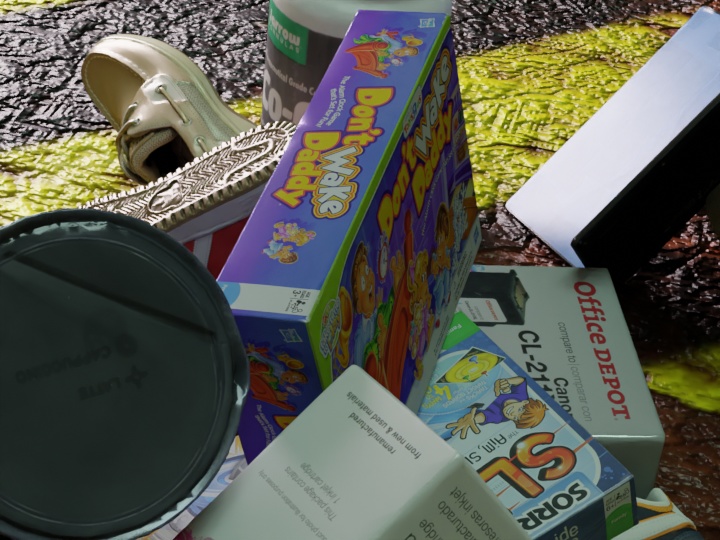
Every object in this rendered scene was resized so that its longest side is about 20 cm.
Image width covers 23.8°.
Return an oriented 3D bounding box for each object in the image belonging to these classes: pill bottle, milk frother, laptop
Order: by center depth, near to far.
[{"bbox_3d":[-0.142,0.097,0.648,0.180,0.201,0.188,-17,-1,-22],"label":"milk frother"},{"bbox_3d":[0.170,-0.092,1.008,0.187,0.200,0.116,-45,70,2],"label":"laptop"},{"bbox_3d":[-0.003,-0.138,1.068,0.113,0.200,0.113,4,35,-3],"label":"pill bottle"}]

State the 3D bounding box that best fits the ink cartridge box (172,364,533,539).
[{"bbox_3d":[-0.020,0.159,0.619,0.200,0.145,0.085,-44,35,-6],"label":"ink cartridge box"}]

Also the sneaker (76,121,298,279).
[{"bbox_3d":[-0.100,0.001,0.992,0.200,0.113,0.071,-23,39,10],"label":"sneaker"}]

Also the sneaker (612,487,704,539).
[{"bbox_3d":[0.074,0.148,0.795,0.200,0.079,0.080,-3,51,-27],"label":"sneaker"}]

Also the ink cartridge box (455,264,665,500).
[{"bbox_3d":[0.044,0.068,0.896,0.199,0.083,0.146,1,37,-8],"label":"ink cartridge box"}]

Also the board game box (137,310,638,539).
[{"bbox_3d":[0.001,0.109,0.745,0.200,0.035,0.135,-29,44,-17],"label":"board game box"}]

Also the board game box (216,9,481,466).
[{"bbox_3d":[0.000,0.000,0.738,0.045,0.135,0.200,5,44,19],"label":"board game box"}]

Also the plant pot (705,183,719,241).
[{"bbox_3d":[0.318,-0.030,0.958,0.200,0.200,0.177,-32,7,-41],"label":"plant pot"}]

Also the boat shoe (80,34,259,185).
[{"bbox_3d":[-0.123,-0.087,1.093,0.065,0.072,0.200,-25,52,-37],"label":"boat shoe"}]
